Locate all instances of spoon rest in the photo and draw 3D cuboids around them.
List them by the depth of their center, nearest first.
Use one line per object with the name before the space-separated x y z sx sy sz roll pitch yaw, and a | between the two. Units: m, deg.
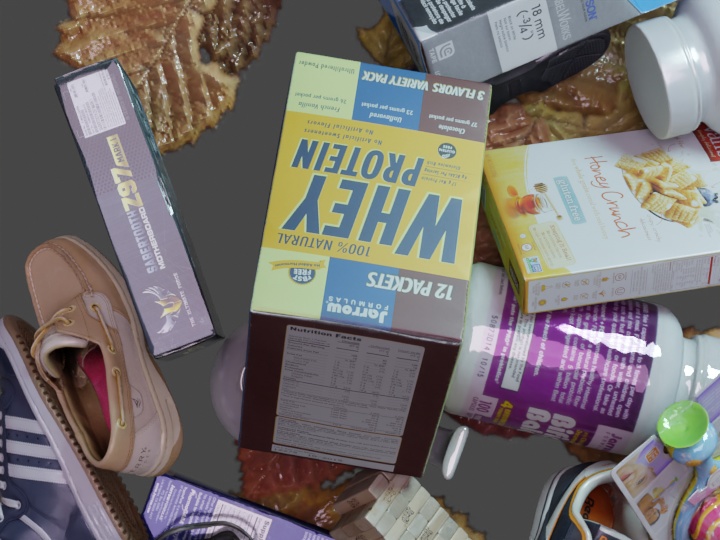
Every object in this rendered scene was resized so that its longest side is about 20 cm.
spoon rest | -0.016 0.101 1.388 0.199 0.061 0.100 21 85 13

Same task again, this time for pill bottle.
pill bottle | 0.162 0.069 1.359 0.198 0.112 0.113 13 87 0
pill bottle | 0.296 -0.163 1.367 0.199 0.113 0.114 -17 87 -7

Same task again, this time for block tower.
block tower | 0.064 0.225 1.354 0.200 0.058 0.054 47 55 -8

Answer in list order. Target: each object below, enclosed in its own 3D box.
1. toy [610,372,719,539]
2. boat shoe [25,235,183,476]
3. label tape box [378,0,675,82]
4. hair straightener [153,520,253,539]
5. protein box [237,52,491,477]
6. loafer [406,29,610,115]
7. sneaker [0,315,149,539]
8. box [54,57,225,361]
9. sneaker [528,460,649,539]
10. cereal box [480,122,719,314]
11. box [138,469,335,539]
toy | 0.256 0.161 1.325 0.115 0.047 0.200 -41 133 -5
boat shoe | -0.193 0.056 1.339 0.074 0.069 0.201 -49 58 29
label tape box | 0.115 -0.219 1.359 0.199 0.064 0.145 -23 45 -3
hair straightener | -0.165 0.224 1.324 0.199 0.077 0.041 -26 68 12
protein box | 0.000 0.000 1.283 0.134 0.200 0.200 9 60 -1
loafer | 0.084 -0.150 1.399 0.199 0.072 0.063 -24 68 -8
sneaker | -0.242 0.139 1.367 0.108 0.070 0.201 -32 77 11
box | -0.151 -0.038 1.334 0.051 0.158 0.201 -19 89 -2
sneaker | 0.151 0.222 1.330 0.078 0.079 0.201 26 61 -23
cereal box | 0.193 -0.042 1.351 0.198 0.144 0.040 -9 132 -7
box | -0.074 0.235 1.384 0.199 0.032 0.122 21 87 1
